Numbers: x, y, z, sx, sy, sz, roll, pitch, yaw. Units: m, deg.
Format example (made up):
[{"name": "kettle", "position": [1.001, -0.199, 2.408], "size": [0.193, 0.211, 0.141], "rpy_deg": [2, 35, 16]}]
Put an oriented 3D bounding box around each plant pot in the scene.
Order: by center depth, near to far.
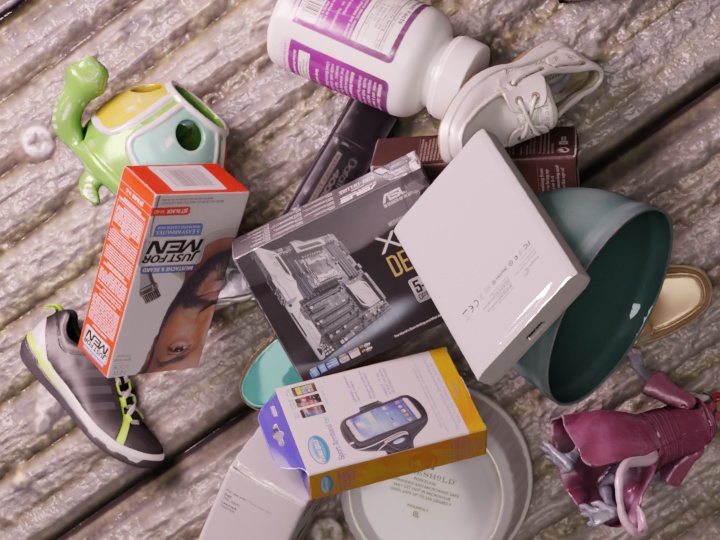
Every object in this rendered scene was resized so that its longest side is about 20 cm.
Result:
[{"name": "plant pot", "position": [0.176, 0.005, 1.611], "size": [0.134, 0.200, 0.201], "rpy_deg": [29, 99, 28]}]

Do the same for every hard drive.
[{"name": "hard drive", "position": [0.111, -0.014, 1.543], "size": [0.132, 0.026, 0.200], "rpy_deg": [-49, 43, 22]}]

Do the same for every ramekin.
[{"name": "ramekin", "position": [0.070, 0.215, 1.746], "size": [0.202, 0.094, 0.203], "rpy_deg": [1, 95, 9]}]

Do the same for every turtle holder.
[{"name": "turtle holder", "position": [-0.215, -0.128, 1.740], "size": [0.185, 0.141, 0.132], "rpy_deg": [44, 101, 4]}]

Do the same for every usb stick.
[{"name": "usb stick", "position": [-0.029, -0.085, 1.739], "size": [0.055, 0.033, 0.200], "rpy_deg": [31, 79, -5]}]

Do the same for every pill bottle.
[{"name": "pill bottle", "position": [0.020, -0.216, 1.699], "size": [0.200, 0.112, 0.112], "rpy_deg": [25, 98, 14]}]

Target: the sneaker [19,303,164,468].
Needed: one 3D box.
[{"name": "sneaker", "position": [-0.266, 0.116, 1.804], "size": [0.200, 0.072, 0.083], "rpy_deg": [45, 99, 3]}]

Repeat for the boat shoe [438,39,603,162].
[{"name": "boat shoe", "position": [0.155, -0.157, 1.648], "size": [0.069, 0.200, 0.071], "rpy_deg": [24, 137, 37]}]

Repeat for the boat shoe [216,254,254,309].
[{"name": "boat shoe", "position": [-0.101, -0.004, 1.768], "size": [0.200, 0.069, 0.071], "rpy_deg": [-25, 91, 11]}]

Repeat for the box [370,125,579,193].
[{"name": "box", "position": [0.115, -0.077, 1.711], "size": [0.200, 0.075, 0.100], "rpy_deg": [-3, 119, 8]}]

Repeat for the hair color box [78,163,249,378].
[{"name": "hair color box", "position": [-0.190, 0.000, 1.684], "size": [0.064, 0.111, 0.200], "rpy_deg": [41, 124, 39]}]

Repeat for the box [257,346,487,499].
[{"name": "box", "position": [0.007, 0.146, 1.662], "size": [0.200, 0.119, 0.042], "rpy_deg": [-14, 133, -10]}]

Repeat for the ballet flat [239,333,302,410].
[{"name": "ballet flat", "position": [-0.041, 0.064, 1.766], "size": [0.200, 0.065, 0.071], "rpy_deg": [-42, 93, 12]}]

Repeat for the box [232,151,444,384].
[{"name": "box", "position": [0.000, 0.000, 1.678], "size": [0.200, 0.050, 0.158], "rpy_deg": [-25, 114, 5]}]

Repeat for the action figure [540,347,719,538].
[{"name": "action figure", "position": [0.280, 0.156, 1.680], "size": [0.200, 0.149, 0.134], "rpy_deg": [-22, 101, -22]}]

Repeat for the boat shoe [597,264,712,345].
[{"name": "boat shoe", "position": [0.248, 0.047, 1.715], "size": [0.200, 0.069, 0.074], "rpy_deg": [-19, 91, 10]}]

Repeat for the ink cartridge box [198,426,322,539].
[{"name": "ink cartridge box", "position": [-0.098, 0.247, 1.719], "size": [0.084, 0.145, 0.200], "rpy_deg": [28, 120, 6]}]

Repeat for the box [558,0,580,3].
[{"name": "box", "position": [0.283, -0.342, 1.695], "size": [0.200, 0.036, 0.143], "rpy_deg": [-6, 94, 8]}]
